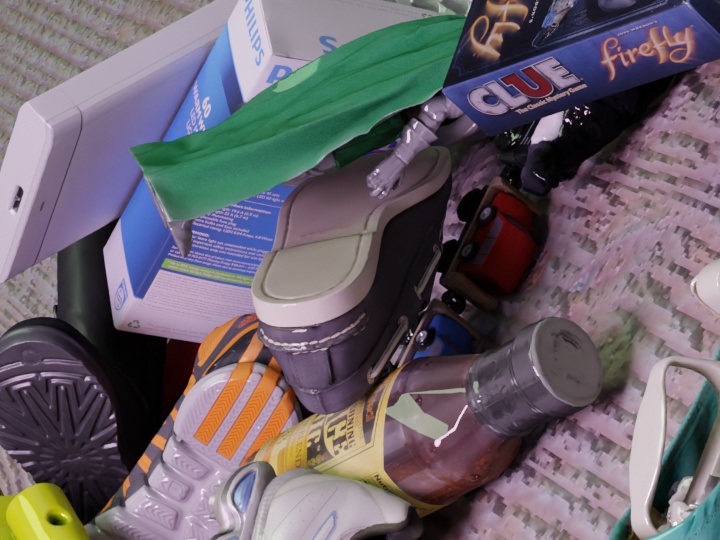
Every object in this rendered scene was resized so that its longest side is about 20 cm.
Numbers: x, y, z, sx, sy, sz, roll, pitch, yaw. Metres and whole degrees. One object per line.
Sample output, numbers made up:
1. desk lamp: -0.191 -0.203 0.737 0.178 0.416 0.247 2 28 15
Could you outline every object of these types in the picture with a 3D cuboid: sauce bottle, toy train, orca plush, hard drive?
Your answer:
1. sauce bottle: 0.025 0.072 1.265 0.200 0.066 0.066 -32 32 42
2. toy train: 0.060 -0.008 1.349 0.046 0.034 0.200 5 62 52
3. orca plush: 0.136 -0.119 1.302 0.071 0.105 0.200 21 73 35
4. hard drive: -0.097 -0.079 1.457 0.200 0.027 0.132 -33 -19 -34

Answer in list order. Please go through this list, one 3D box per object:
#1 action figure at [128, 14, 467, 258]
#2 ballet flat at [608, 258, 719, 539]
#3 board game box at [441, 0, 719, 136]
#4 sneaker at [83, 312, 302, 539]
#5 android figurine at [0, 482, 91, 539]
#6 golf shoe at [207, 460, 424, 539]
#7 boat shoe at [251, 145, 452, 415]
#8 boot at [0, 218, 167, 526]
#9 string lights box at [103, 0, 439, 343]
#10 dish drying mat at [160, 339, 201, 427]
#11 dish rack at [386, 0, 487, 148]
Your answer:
1. action figure: -0.001 -0.069 1.309 0.199 0.055 0.118 -24 26 -4
2. ballet flat: 0.145 0.037 1.067 0.067 0.070 0.200 -12 47 59
3. board game box: 0.117 -0.159 1.214 0.135 0.035 0.200 -17 43 43
4. sneaker: -0.078 0.104 1.433 0.200 0.077 0.112 -51 7 25
5. android figurine: -0.160 0.194 1.399 0.200 0.041 0.182 54 139 41
6. golf shoe: -0.027 0.179 1.213 0.097 0.078 0.201 1 74 25
7. boat shoe: 0.000 0.000 1.311 0.072 0.063 0.200 -7 21 18
8. boot: -0.142 0.019 1.518 0.065 0.165 0.200 -7 47 11
9. string lights box: -0.042 -0.047 1.433 0.200 0.102 0.059 -57 33 39
10. dish drying mat: -0.099 0.057 1.589 0.200 0.018 0.077 -57 22 -3
11. dish rack: 0.067 -0.169 1.455 0.172 0.043 0.200 -45 49 23
